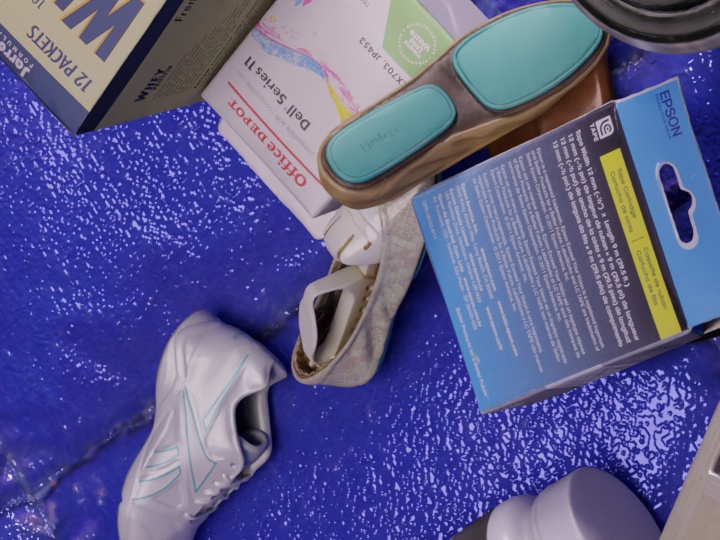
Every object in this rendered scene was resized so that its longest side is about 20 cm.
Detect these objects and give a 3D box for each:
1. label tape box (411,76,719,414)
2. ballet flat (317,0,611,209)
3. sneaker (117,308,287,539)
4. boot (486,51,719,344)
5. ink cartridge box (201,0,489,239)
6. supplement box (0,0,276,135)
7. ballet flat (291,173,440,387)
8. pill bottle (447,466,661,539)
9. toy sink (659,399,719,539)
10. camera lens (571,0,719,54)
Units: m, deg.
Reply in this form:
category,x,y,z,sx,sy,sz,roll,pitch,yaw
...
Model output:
category,x,y,z,sx,sy,sz,roll,pitch,yaw
label tape box,0.141,-0.014,1.636,0.200,0.066,0.144,-24,78,34
ballet flat,0.062,-0.101,1.678,0.200,0.063,0.069,-28,69,-5
sneaker,-0.109,0.131,1.871,0.080,0.070,0.201,24,111,20
boot,0.169,-0.050,1.693,0.188,0.068,0.200,-16,85,37
ink cartridge box,-0.019,-0.117,1.765,0.117,0.067,0.200,47,119,11
supplement box,-0.121,-0.212,1.724,0.134,0.200,0.200,44,118,13
ballet flat,0.000,0.000,1.754,0.067,0.062,0.200,55,141,43
pill bottle,0.094,0.214,1.749,0.200,0.114,0.114,-38,82,30
toy sink,0.254,0.162,1.639,0.112,0.130,0.200,29,112,21
camera lens,0.203,-0.211,1.542,0.160,0.200,0.160,7,105,28
